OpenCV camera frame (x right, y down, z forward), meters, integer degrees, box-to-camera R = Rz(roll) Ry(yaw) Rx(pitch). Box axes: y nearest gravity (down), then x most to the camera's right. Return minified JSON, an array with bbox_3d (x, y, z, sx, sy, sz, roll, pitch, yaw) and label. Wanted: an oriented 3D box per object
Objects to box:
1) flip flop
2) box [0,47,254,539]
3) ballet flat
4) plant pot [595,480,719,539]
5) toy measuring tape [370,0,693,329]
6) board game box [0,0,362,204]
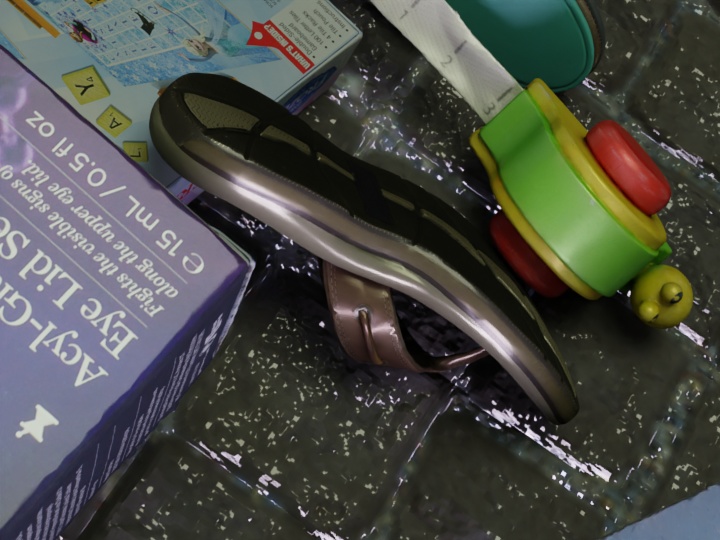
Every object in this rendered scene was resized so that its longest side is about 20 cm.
[{"bbox_3d":[0.000,0.000,0.758,0.199,0.058,0.081,31,20,-24],"label":"flip flop"},{"bbox_3d":[-0.153,0.035,0.618,0.148,0.104,0.200,39,69,3],"label":"box"},{"bbox_3d":[0.021,-0.149,0.848,0.199,0.073,0.074,30,53,-18],"label":"ballet flat"},{"bbox_3d":[0.187,0.168,0.669,0.195,0.196,0.202,-5,73,-24],"label":"plant pot"},{"bbox_3d":[0.060,-0.052,0.797,0.200,0.073,0.074,48,54,-5],"label":"toy measuring tape"},{"bbox_3d":[-0.134,-0.098,0.777,0.200,0.041,0.199,44,55,7],"label":"board game box"}]
